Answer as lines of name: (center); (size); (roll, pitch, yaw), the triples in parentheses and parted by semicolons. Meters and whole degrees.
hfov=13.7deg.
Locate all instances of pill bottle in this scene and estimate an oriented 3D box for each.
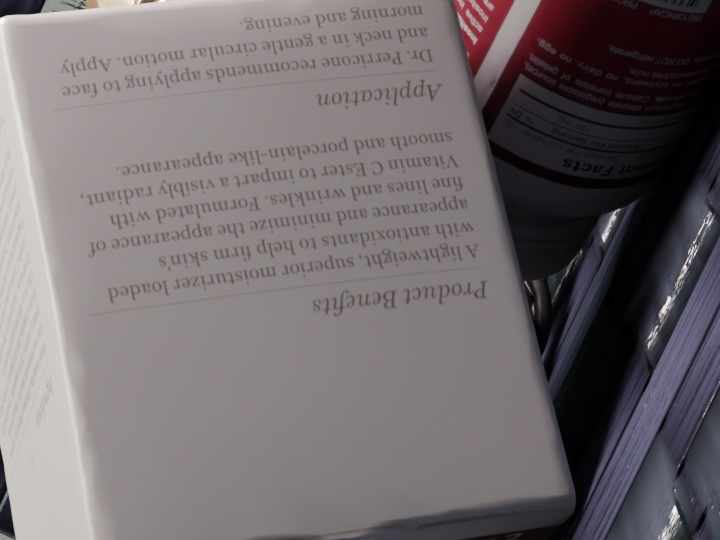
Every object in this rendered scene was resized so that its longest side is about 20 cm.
pill bottle: (0.082, -0.095, 1.105); (0.113, 0.113, 0.200); (-68, 4, -50)

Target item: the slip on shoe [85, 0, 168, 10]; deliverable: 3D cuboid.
slip on shoe: (-0.011, -0.129, 1.131); (0.200, 0.061, 0.076); (-30, -27, -12)

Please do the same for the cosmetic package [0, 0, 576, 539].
cosmetic package: (-0.041, 0.025, 1.052); (0.165, 0.164, 0.201); (121, 140, -66)

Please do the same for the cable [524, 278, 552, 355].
cable: (0.000, 0.000, 1.246); (0.051, 0.162, 0.200); (87, -171, -48)
